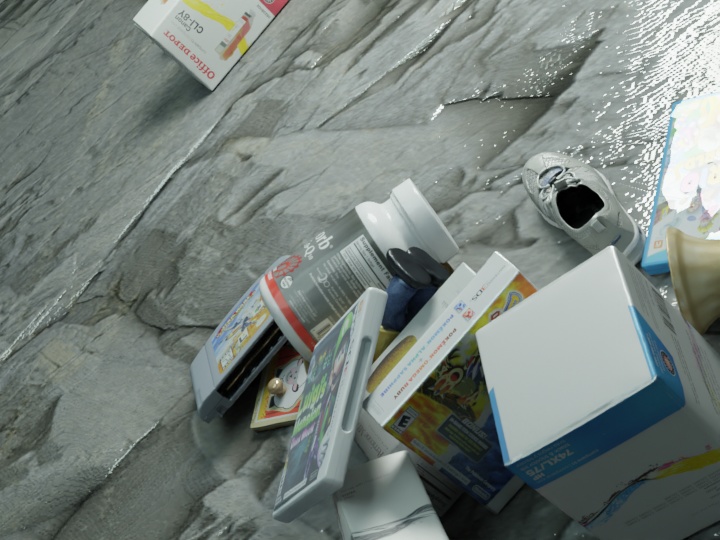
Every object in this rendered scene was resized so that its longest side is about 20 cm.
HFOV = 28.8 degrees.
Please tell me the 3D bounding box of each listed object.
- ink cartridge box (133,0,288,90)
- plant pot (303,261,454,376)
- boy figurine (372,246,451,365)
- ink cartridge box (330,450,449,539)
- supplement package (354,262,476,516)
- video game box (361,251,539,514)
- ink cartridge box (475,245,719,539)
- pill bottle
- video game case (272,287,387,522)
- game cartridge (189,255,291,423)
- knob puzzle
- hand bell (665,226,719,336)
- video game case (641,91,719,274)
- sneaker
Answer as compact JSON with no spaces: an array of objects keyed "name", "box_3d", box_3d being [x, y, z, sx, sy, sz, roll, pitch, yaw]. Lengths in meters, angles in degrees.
[{"name":"ink cartridge box","box_3d":[-0.222,-0.398,2.118,0.200,0.145,0.083,-49,38,1]},{"name":"plant pot","box_3d":[0.029,0.067,1.524,0.198,0.027,0.202,-17,53,23]},{"name":"boy figurine","box_3d":[0.022,0.073,1.435,0.064,0.124,0.201,43,120,27]},{"name":"ink cartridge box","box_3d":[0.045,0.281,1.233,0.082,0.148,0.201,-18,38,-7]},{"name":"supplement package","box_3d":[0.090,0.117,1.372,0.200,0.109,0.114,-49,36,2]},{"name":"video game box","box_3d":[0.124,0.107,1.271,0.183,0.200,0.047,-50,41,0]},{"name":"ink cartridge box","box_3d":[0.218,0.116,1.161,0.145,0.200,0.148,-33,39,23]},{"name":"pill bottle","box_3d":[0.000,0.000,1.492,0.199,0.116,0.116,-37,38,5]},{"name":"video game case","box_3d":[-0.031,0.130,1.303,0.200,0.023,0.184,130,156,-65]},{"name":"game cartridge","box_3d":[-0.133,0.077,1.675,0.200,0.041,0.133,-50,26,8]},{"name":"knob puzzle","box_3d":[-0.042,0.084,1.606,0.218,0.030,0.222,-28,42,27]},{"name":"hand bell","box_3d":[0.377,-0.012,1.225,0.198,0.104,0.105,-15,47,20]},{"name":"video game case","box_3d":[0.352,-0.094,1.356,0.142,0.018,0.202,-10,52,41]},{"name":"sneaker","box_3d":[0.220,-0.078,1.427,0.075,0.082,0.200,-47,36,4]}]
